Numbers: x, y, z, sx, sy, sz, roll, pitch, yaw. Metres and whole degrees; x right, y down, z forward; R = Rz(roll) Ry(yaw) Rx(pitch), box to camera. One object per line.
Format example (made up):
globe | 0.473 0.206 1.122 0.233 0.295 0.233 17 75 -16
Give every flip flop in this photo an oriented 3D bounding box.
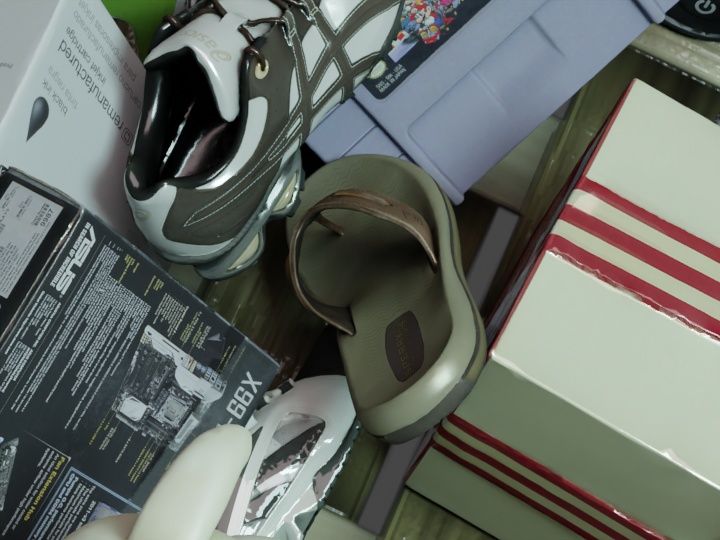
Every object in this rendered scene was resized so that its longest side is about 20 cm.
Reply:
flip flop | 0.000 0.000 0.848 0.057 0.081 0.201 38 17 -26

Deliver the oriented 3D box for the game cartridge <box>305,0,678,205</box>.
game cartridge | 0.054 -0.119 0.930 0.200 0.130 0.038 -42 35 7

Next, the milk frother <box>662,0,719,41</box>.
milk frother | 0.236 -0.251 1.039 0.178 0.188 0.202 3 64 -13

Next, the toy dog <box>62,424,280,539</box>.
toy dog | -0.067 0.150 0.723 0.138 0.200 0.196 5 88 15

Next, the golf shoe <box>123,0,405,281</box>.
golf shoe | -0.039 -0.097 0.845 0.077 0.094 0.202 19 81 21

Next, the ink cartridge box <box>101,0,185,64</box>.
ink cartridge box | -0.179 -0.143 0.913 0.198 0.148 0.076 13 61 -8

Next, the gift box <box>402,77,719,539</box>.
gift box | 0.146 0.053 0.873 0.186 0.200 0.186 30 67 0

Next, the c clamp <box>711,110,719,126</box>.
c clamp | 0.205 -0.086 0.967 0.027 0.171 0.201 30 86 42

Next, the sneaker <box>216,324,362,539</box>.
sneaker | -0.056 0.087 0.874 0.088 0.074 0.201 29 62 -1

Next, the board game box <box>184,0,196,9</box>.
board game box | -0.019 -0.200 0.940 0.158 0.202 0.097 -3 28 -16

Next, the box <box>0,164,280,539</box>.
box | -0.130 0.084 0.770 0.049 0.158 0.201 24 80 34

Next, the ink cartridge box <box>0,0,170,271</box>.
ink cartridge box | -0.157 -0.006 0.845 0.083 0.145 0.201 6 59 27
